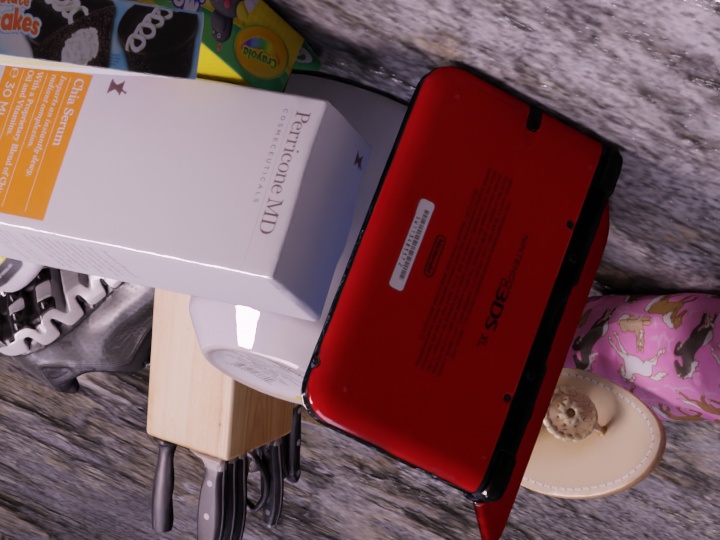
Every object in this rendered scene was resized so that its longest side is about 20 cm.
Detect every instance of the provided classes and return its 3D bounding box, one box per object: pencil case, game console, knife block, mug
[{"bbox_3d":[0.194,0.055,1.592,0.083,0.087,0.200,-5,-175,-40],"label":"pencil case"},{"bbox_3d":[0.055,0.022,1.434,0.172,0.200,0.119,26,162,-18],"label":"game console"},{"bbox_3d":[-0.090,0.073,1.646,0.064,0.176,0.200,15,156,29],"label":"knife block"},{"bbox_3d":[-0.006,-0.004,1.517,0.187,0.153,0.149,16,163,17],"label":"mug"}]

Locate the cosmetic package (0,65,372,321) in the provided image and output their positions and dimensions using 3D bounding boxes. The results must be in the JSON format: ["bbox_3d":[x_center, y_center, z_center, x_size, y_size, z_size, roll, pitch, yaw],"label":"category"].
[{"bbox_3d":[-0.106,-0.047,1.429,0.200,0.101,0.071,10,165,24],"label":"cosmetic package"}]

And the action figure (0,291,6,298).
[{"bbox_3d":[-0.298,-0.005,1.761,0.193,0.105,0.200,23,-162,-24],"label":"action figure"}]

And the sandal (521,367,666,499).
[{"bbox_3d":[0.074,0.071,1.592,0.212,0.078,0.070,23,173,40],"label":"sandal"}]

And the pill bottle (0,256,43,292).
[{"bbox_3d":[-0.278,-0.077,1.695,0.200,0.114,0.114,28,163,-21],"label":"pill bottle"}]

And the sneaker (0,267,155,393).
[{"bbox_3d":[-0.139,0.014,1.739,0.091,0.200,0.066,52,-167,-35],"label":"sneaker"}]

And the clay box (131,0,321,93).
[{"bbox_3d":[-0.117,-0.139,1.407,0.115,0.048,0.200,8,159,38],"label":"clay box"}]

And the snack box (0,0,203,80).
[{"bbox_3d":[-0.183,-0.117,1.274,0.116,0.037,0.200,7,-177,39],"label":"snack box"}]

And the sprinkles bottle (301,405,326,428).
[{"bbox_3d":[-0.029,0.066,1.745,0.200,0.068,0.068,12,162,30],"label":"sprinkles bottle"}]
